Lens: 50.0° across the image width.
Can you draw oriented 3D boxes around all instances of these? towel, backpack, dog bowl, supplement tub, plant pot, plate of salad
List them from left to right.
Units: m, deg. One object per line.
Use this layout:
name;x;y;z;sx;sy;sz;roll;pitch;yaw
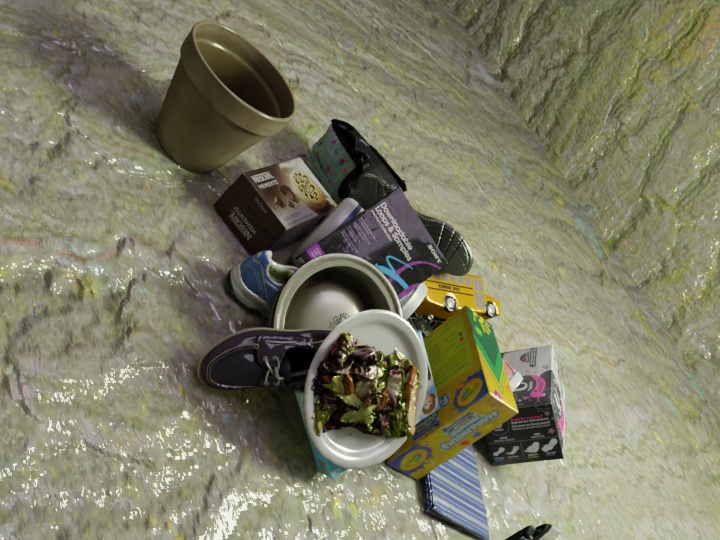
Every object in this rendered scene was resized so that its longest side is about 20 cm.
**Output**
plant pot;-0.226;-0.251;1.204;0.199;0.173;0.202;36;29;-23
dog bowl;-0.042;0.079;1.069;0.196;0.073;0.205;1;87;-26
backpack;-0.020;-0.194;1.480;0.166;0.127;0.201;31;20;-51
supplement tub;0.000;0.000;1.257;0.200;0.145;0.145;46;27;-6
plate of salad;0.016;0.152;0.967;0.198;0.204;0.048;27;-9;-36
towel;0.139;0.311;1.210;0.144;0.024;0.202;35;31;-31

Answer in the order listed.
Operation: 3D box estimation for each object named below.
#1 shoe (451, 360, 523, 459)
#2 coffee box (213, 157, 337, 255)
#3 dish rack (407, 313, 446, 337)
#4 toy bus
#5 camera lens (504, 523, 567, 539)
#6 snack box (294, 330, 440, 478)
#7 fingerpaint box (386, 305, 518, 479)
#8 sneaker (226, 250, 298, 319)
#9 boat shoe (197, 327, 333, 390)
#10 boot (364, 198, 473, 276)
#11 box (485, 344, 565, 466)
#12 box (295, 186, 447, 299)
shoe;0.176;0.207;1.247;0.091;0.072;0.200;42;57;9
coffee box;-0.133;-0.106;1.261;0.114;0.080;0.200;52;27;3
dish rack;0.114;0.092;1.416;0.198;0.055;0.155;12;43;-48
toy bus;0.163;0.047;1.381;0.197;0.065;0.080;9;67;-38
camera lens;0.245;0.457;1.023;0.202;0.160;0.159;57;28;16
snack box;0.014;0.172;1.025;0.198;0.037;0.119;-26;107;-33
fingerpaint box;0.121;0.182;1.145;0.073;0.199;0.169;32;30;-31
sneaker;-0.098;0.047;1.122;0.199;0.077;0.076;37;27;-29
boat shoe;-0.102;0.111;0.959;0.196;0.074;0.062;-7;12;-24
boot;0.093;-0.060;1.361;0.201;0.074;0.154;30;-6;-12
box;0.293;0.234;1.376;0.201;0.129;0.117;-61;136;-62
box;0.020;-0.015;1.170;0.199;0.036;0.144;-36;94;-22
